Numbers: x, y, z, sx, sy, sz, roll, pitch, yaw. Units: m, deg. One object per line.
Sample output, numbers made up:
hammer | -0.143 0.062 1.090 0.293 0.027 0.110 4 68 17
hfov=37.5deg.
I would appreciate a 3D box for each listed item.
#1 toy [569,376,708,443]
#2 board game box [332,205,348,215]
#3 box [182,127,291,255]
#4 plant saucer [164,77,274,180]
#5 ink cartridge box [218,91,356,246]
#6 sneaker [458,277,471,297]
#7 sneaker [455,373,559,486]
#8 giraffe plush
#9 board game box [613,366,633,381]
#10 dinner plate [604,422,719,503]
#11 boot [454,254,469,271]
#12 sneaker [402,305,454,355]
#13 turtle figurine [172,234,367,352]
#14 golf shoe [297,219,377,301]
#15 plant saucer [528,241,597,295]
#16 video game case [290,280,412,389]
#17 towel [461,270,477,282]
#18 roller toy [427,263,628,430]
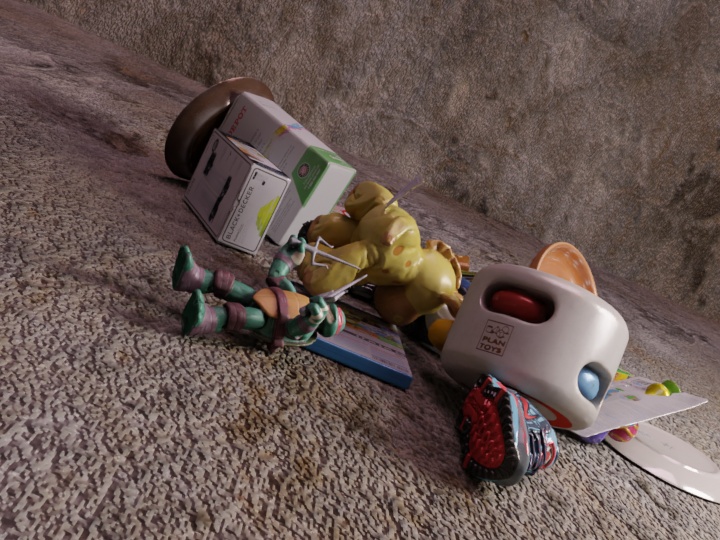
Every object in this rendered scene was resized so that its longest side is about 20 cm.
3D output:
toy | 0.302 0.175 1.265 0.199 0.048 0.115 -12 17 -29
board game box | -0.011 -0.061 1.753 0.151 0.047 0.199 34 14 38
box | -0.173 -0.111 1.452 0.060 0.117 0.200 22 10 -28
plant saucer | -0.209 -0.209 1.642 0.032 0.200 0.200 48 20 25
ink cartridge box | -0.127 -0.149 1.571 0.200 0.146 0.087 40 17 25
sneaker | 0.144 0.066 1.394 0.200 0.078 0.070 36 -4 41
sneaker | 0.151 0.155 1.006 0.095 0.080 0.200 26 11 -3
giraffe plush | 0.043 -0.006 1.271 0.162 0.199 0.173 46 36 -26
board game box | 0.327 0.133 1.639 0.199 0.030 0.096 14 16 -34
dinner plate | 0.383 0.228 1.325 0.199 0.024 0.200 23 10 -4
boot | 0.092 -0.011 1.591 0.143 0.071 0.201 5 0 10
sneaker | 0.117 0.074 1.336 0.072 0.072 0.200 17 16 -42
turtle figurine | -0.077 0.030 1.028 0.199 0.101 0.150 6 20 -27
golf shoe | 0.000 0.000 1.453 0.199 0.078 0.094 32 0 1
plant saucer | 0.277 0.061 1.492 0.037 0.202 0.200 -4 -10 39
video game case | -0.017 0.069 1.199 0.142 0.018 0.200 23 11 -9
towel | 0.194 0.024 1.537 0.143 0.023 0.199 7 -5 41
roller toy | 0.184 0.089 1.158 0.199 0.140 0.182 28 -13 -8
